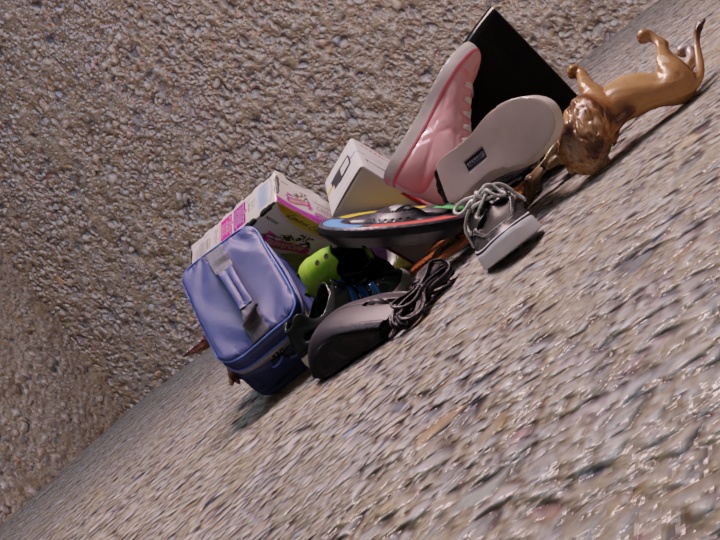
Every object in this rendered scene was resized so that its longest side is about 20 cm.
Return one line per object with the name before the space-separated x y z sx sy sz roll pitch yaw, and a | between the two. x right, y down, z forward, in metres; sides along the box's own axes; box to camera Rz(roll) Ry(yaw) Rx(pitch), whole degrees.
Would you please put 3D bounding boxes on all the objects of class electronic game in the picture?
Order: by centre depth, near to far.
electronic game | 0.046 -0.060 1.366 0.197 0.042 0.200 -5 9 1

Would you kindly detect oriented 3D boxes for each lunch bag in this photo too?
lunch bag | -0.137 0.053 1.428 0.135 0.201 0.132 -39 -39 4

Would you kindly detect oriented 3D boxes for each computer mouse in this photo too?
computer mouse | 0.006 0.052 1.226 0.199 0.053 0.139 -36 6 35

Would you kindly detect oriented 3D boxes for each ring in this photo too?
ring | 0.145 -0.053 1.393 0.200 0.019 0.200 -38 5 4

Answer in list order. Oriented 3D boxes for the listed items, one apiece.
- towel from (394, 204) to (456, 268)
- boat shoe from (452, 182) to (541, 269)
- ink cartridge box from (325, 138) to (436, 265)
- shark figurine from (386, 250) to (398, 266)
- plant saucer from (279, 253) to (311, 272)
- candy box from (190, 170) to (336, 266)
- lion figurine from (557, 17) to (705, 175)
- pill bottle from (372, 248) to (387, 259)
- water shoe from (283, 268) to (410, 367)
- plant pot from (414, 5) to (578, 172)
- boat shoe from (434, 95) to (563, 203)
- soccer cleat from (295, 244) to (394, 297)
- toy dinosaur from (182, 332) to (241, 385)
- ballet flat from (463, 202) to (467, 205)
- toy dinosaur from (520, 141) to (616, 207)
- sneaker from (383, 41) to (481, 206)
towel | 0.096 -0.043 1.591 0.087 0.018 0.200 -65 10 -9
boat shoe | 0.137 -0.055 1.136 0.073 0.068 0.199 -37 4 14
ink cartridge box | 0.033 -0.099 1.566 0.083 0.145 0.200 -58 12 12
shark figurine | 0.029 -0.060 1.730 0.127 0.218 0.089 2 -14 -38
plant saucer | -0.108 0.050 1.616 0.199 0.199 0.031 -36 44 30
candy box | -0.131 -0.038 1.575 0.199 0.135 0.062 -38 41 32
lion figurine | 0.290 -0.184 1.166 0.199 0.073 0.123 -30 40 17
pill bottle | -0.020 -0.019 1.804 0.200 0.112 0.111 -42 6 -35
water shoe | -0.012 0.037 1.362 0.200 0.079 0.071 -42 6 -40
plant pot | 0.181 -0.203 1.481 0.177 0.200 0.200 -44 -2 6
boat shoe | 0.172 -0.139 1.234 0.092 0.076 0.199 -14 -9 -38
soccer cleat | 0.000 0.000 1.449 0.081 0.068 0.199 -39 -21 29
toy dinosaur | -0.145 0.084 1.552 0.086 0.197 0.137 -91 8 -55
ballet flat | 0.138 -0.089 1.648 0.072 0.072 0.200 -39 6 -11
toy dinosaur | 0.256 -0.157 1.288 0.199 0.058 0.101 -39 3 -10
sneaker | 0.119 -0.171 1.357 0.202 0.104 0.075 -60 -12 -1
